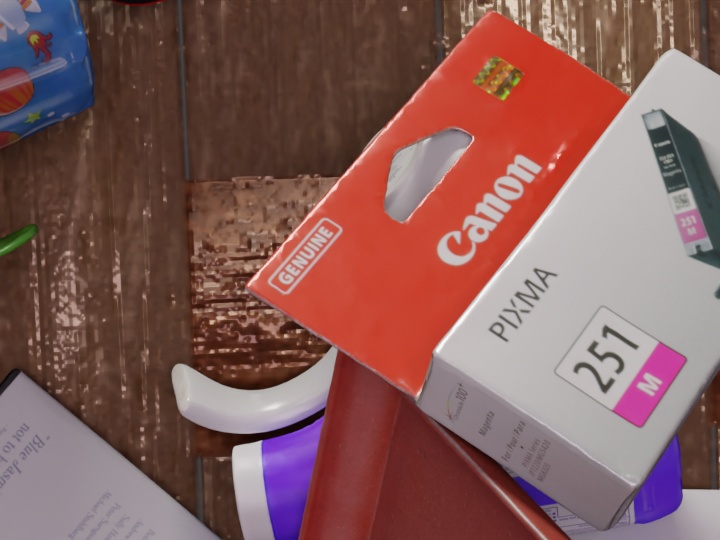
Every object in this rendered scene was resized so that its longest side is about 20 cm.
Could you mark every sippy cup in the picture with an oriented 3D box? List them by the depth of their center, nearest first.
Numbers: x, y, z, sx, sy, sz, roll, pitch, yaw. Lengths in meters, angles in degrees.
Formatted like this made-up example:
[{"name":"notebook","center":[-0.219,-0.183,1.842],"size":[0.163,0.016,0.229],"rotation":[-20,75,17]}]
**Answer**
[{"name":"sippy cup","center":[-0.189,-0.101,0.849],"size":[0.130,0.140,0.179],"rotation":[-18,132,-12]}]

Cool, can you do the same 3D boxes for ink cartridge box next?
[{"name":"ink cartridge box","center":[0.080,-0.020,0.789],"size":[0.173,0.044,0.200],"rotation":[33,57,11]}]

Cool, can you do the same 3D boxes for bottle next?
[{"name":"bottle","center":[0.043,0.087,0.885],"size":[0.199,0.084,0.066],"rotation":[-10,131,2]}]

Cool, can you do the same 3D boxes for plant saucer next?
[{"name":"plant saucer","center":[0.036,0.156,0.789],"size":[0.036,0.200,0.201],"rotation":[-5,120,-29]}]

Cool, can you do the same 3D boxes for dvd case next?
[{"name":"dvd case","center":[-0.127,0.162,0.890],"size":[0.200,0.018,0.143],"rotation":[40,69,-4]}]

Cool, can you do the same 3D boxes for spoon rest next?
[{"name":"spoon rest","center":[0.000,0.000,0.884],"size":[0.061,0.100,0.200],"rotation":[37,106,-27]}]

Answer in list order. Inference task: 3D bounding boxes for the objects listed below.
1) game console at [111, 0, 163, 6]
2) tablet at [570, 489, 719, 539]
[{"name":"game console","center":[-0.088,-0.240,0.890],"size":[0.200,0.031,0.177],"rotation":[-41,94,-1]},{"name":"tablet","center":[0.131,0.165,0.843],"size":[0.129,0.200,0.014],"rotation":[0,125,-8]}]
